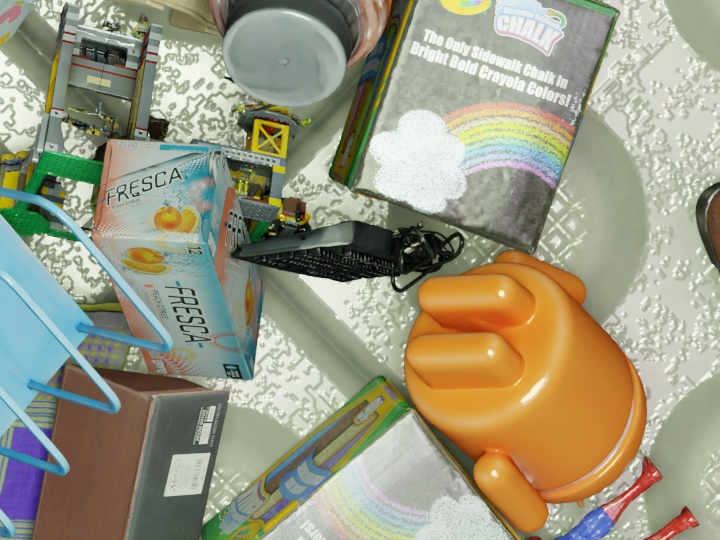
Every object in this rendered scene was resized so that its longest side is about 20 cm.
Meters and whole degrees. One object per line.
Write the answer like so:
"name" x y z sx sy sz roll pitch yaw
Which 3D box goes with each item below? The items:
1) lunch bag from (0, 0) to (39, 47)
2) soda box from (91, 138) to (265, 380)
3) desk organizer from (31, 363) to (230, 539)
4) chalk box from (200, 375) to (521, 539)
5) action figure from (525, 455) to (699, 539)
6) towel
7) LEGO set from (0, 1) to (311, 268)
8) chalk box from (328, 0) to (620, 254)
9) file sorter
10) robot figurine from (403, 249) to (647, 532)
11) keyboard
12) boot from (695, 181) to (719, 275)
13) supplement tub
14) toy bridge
"lunch bag" -0.297 -0.155 1.559 0.200 0.170 0.127 -6 98 11
"soda box" -0.102 -0.004 1.576 0.068 0.200 0.064 4 66 7
"desk organizer" -0.149 0.159 1.661 0.077 0.072 0.200 19 102 35
"chalk box" -0.017 0.181 1.678 0.200 0.124 0.124 -39 101 0
"action figure" 0.121 0.202 1.735 0.200 0.052 0.065 -38 94 3
"towel" -0.209 0.106 1.653 0.143 0.023 0.200 11 99 -47
"LEGO set" -0.123 -0.083 1.629 0.200 0.154 0.116 9 65 -6
"chalk box" 0.073 -0.127 1.652 0.125 0.124 0.200 19 93 -8
"file sorter" -0.224 0.064 1.513 0.200 0.123 0.139 -50 123 -20
"robot figurine" 0.103 0.069 1.660 0.117 0.144 0.200 -37 139 8
"keyboard" 0.000 0.000 1.608 0.104 0.200 0.040 -13 84 14
"boot" 0.279 0.032 1.657 0.068 0.200 0.189 -20 99 -5
"supplement tub" -0.029 -0.184 1.566 0.107 0.200 0.107 5 134 5
"toy bridge" -0.137 -0.170 1.586 0.067 0.200 0.027 15 89 36
